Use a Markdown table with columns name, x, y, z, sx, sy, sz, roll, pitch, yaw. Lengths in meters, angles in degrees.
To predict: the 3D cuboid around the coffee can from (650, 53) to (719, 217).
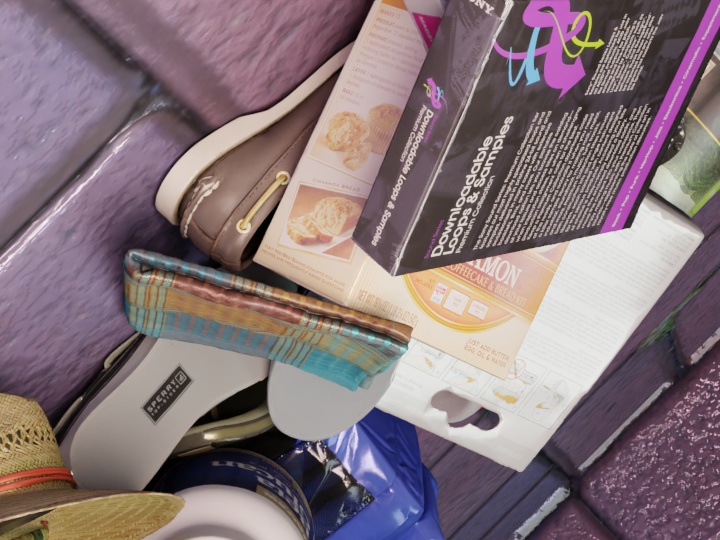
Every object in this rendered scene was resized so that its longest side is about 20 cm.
| name | x | y | z | sx | sy | sz | roll | pitch | yaw |
| --- | --- | --- | --- | --- | --- | --- | --- | --- | --- |
| coffee can | 0.167 | -0.078 | 1.283 | 0.200 | 0.146 | 0.146 | -46 | 164 | 4 |

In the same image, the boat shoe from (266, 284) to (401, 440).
| name | x | y | z | sx | sy | sz | roll | pitch | yaw |
| --- | --- | --- | --- | --- | --- | --- | --- | --- | --- |
| boat shoe | 0.000 | 0.000 | 1.104 | 0.091 | 0.070 | 0.201 | -98 | -150 | -63 |

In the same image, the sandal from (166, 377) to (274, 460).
| name | x | y | z | sx | sy | sz | roll | pitch | yaw |
| --- | --- | --- | --- | --- | --- | --- | --- | --- | --- |
| sandal | -0.078 | 0.063 | 1.196 | 0.079 | 0.058 | 0.201 | -18 | -163 | 28 |

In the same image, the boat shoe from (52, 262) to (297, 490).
| name | x | y | z | sx | sy | sz | roll | pitch | yaw |
| --- | --- | --- | --- | --- | --- | --- | --- | --- | --- |
| boat shoe | -0.116 | 0.061 | 1.094 | 0.063 | 0.071 | 0.200 | -12 | -154 | 51 |

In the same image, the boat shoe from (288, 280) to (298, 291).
| name | x | y | z | sx | sy | sz | roll | pitch | yaw |
| --- | --- | --- | --- | --- | --- | --- | --- | --- | --- |
| boat shoe | 0.010 | -0.024 | 1.180 | 0.203 | 0.074 | 0.086 | -55 | 167 | 1 |

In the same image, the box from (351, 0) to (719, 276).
| name | x | y | z | sx | sy | sz | roll | pitch | yaw |
| --- | --- | --- | --- | --- | --- | --- | --- | --- | --- |
| box | 0.092 | -0.076 | 0.892 | 0.199 | 0.036 | 0.144 | -12 | 133 | -49 |

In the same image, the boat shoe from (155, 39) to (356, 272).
| name | x | y | z | sx | sy | sz | roll | pitch | yaw |
| --- | --- | --- | --- | --- | --- | --- | --- | --- | --- |
| boat shoe | -0.016 | -0.070 | 1.001 | 0.200 | 0.060 | 0.072 | -36 | 161 | -29 |

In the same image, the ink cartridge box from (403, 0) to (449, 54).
| name | x | y | z | sx | sy | sz | roll | pitch | yaw |
| --- | --- | --- | --- | --- | --- | --- | --- | --- | --- |
| ink cartridge box | 0.090 | -0.198 | 0.866 | 0.200 | 0.042 | 0.120 | -41 | 123 | -18 |

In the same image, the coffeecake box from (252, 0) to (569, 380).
| name | x | y | z | sx | sy | sz | roll | pitch | yaw |
| --- | --- | --- | --- | --- | --- | --- | --- | --- | --- |
| coffeecake box | 0.054 | -0.063 | 0.971 | 0.153 | 0.073 | 0.201 | 25 | 90 | -50 |

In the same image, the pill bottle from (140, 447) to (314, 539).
| name | x | y | z | sx | sy | sz | roll | pitch | yaw |
| --- | --- | --- | --- | --- | --- | --- | --- | --- | --- |
| pill bottle | -0.081 | 0.171 | 1.075 | 0.111 | 0.111 | 0.200 | -45 | -176 | 2 |

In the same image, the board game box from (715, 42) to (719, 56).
| name | x | y | z | sx | sy | sz | roll | pitch | yaw |
| --- | --- | --- | --- | --- | --- | --- | --- | --- | --- |
| board game box | 0.253 | -0.189 | 1.121 | 0.199 | 0.199 | 0.043 | -30 | 159 | -42 |

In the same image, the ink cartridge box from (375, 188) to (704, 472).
| name | x | y | z | sx | sy | sz | roll | pitch | yaw |
| --- | --- | --- | --- | --- | --- | --- | --- | --- | --- |
| ink cartridge box | 0.103 | 0.018 | 1.186 | 0.162 | 0.050 | 0.200 | 26 | 108 | -39 |

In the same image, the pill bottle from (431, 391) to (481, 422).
| name | x | y | z | sx | sy | sz | roll | pitch | yaw |
| --- | --- | --- | --- | --- | --- | --- | --- | --- | --- |
| pill bottle | 0.112 | 0.028 | 1.477 | 0.199 | 0.111 | 0.111 | -31 | 160 | -38 |

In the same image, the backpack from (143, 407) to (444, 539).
| name | x | y | z | sx | sy | sz | roll | pitch | yaw |
| --- | --- | --- | --- | --- | --- | --- | --- | --- | --- |
| backpack | -0.053 | 0.170 | 1.264 | 0.199 | 0.168 | 0.163 | -35 | -170 | 10 |

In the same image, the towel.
| name | x | y | z | sx | sy | sz | roll | pitch | yaw |
| --- | --- | --- | --- | --- | --- | --- | --- | --- | --- |
| towel | -0.053 | 0.029 | 0.968 | 0.200 | 0.145 | 0.022 | 127 | -22 | -80 |

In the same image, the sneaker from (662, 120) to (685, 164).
| name | x | y | z | sx | sy | sz | roll | pitch | yaw |
| --- | --- | --- | --- | --- | --- | --- | --- | --- | --- |
| sneaker | 0.130 | -0.145 | 1.138 | 0.066 | 0.091 | 0.200 | -29 | 136 | 18 |

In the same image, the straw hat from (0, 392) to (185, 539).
| name | x | y | z | sx | sy | sz | roll | pitch | yaw |
| --- | --- | --- | --- | --- | --- | --- | --- | --- | --- |
| straw hat | -0.195 | 0.108 | 0.948 | 0.199 | 0.086 | 0.201 | -17 | 164 | -5 |
